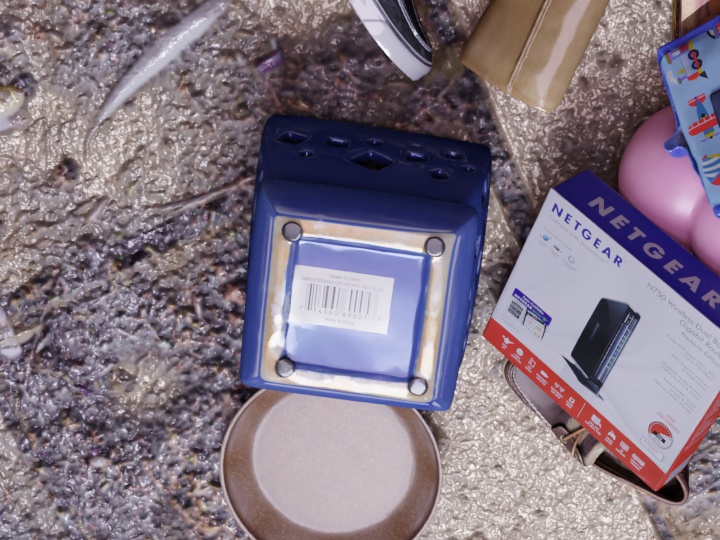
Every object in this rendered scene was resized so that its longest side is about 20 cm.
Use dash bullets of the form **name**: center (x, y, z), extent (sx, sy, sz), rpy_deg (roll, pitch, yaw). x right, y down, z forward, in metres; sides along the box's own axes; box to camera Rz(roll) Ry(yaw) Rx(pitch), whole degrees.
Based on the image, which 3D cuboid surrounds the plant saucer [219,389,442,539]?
- **plant saucer**: center (-0.026, 0.176, 1.397), extent (0.200, 0.037, 0.201), rpy_deg (1, 110, 4)

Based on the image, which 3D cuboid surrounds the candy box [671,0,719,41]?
- **candy box**: center (0.349, -0.199, 1.229), extent (0.199, 0.055, 0.116), rpy_deg (-1, 107, 5)

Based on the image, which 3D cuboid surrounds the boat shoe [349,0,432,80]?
- **boat shoe**: center (0.015, -0.250, 1.235), extent (0.068, 0.072, 0.200), rpy_deg (-28, 97, 14)

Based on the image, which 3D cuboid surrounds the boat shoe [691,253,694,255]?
- **boat shoe**: center (0.305, -0.004, 1.294), extent (0.200, 0.066, 0.072), rpy_deg (-16, 107, 10)

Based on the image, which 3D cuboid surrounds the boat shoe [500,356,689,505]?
- **boat shoe**: center (0.207, 0.135, 1.346), extent (0.200, 0.072, 0.072), rpy_deg (40, 107, -9)

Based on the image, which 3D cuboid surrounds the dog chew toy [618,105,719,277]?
- **dog chew toy**: center (0.298, -0.047, 1.216), extent (0.200, 0.124, 0.125), rpy_deg (43, 113, 34)

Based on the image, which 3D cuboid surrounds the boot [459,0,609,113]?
- **boot**: center (0.187, -0.212, 1.206), extent (0.175, 0.066, 0.200), rpy_deg (40, 111, 36)

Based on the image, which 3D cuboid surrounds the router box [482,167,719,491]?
- **router box**: center (0.208, 0.048, 1.246), extent (0.200, 0.049, 0.180), rpy_deg (42, 138, 22)

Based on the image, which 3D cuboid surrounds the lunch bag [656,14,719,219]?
- **lunch bag**: center (0.320, -0.131, 1.151), extent (0.200, 0.094, 0.151), rpy_deg (-24, 64, 18)

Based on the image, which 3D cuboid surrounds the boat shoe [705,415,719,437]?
- **boat shoe**: center (0.291, 0.110, 1.332), extent (0.200, 0.075, 0.062), rpy_deg (20, 104, -8)

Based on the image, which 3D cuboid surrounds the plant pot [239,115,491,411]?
- **plant pot**: center (0.000, 0.000, 1.260), extent (0.199, 0.180, 0.200), rpy_deg (8, 110, 1)
